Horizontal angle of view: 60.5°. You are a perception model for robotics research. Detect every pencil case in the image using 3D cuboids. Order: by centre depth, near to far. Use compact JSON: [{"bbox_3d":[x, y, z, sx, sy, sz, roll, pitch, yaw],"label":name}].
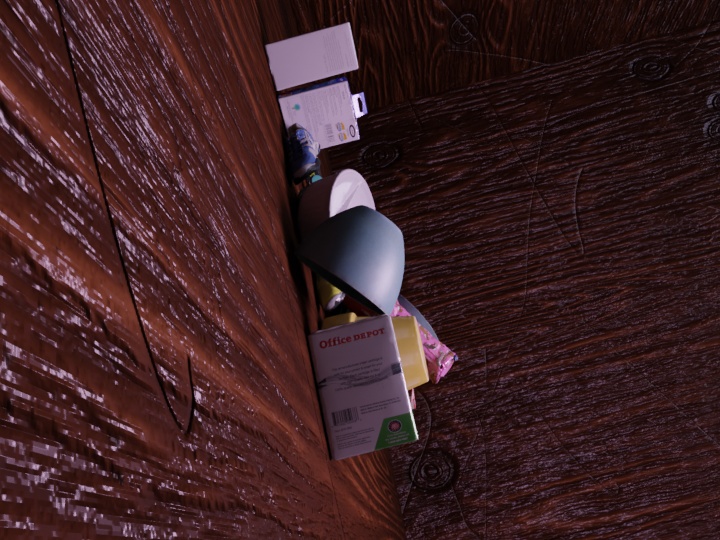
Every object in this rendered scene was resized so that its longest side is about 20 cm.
[{"bbox_3d":[0.116,0.149,1.338,0.200,0.082,0.087,43,-42,10],"label":"pencil case"}]

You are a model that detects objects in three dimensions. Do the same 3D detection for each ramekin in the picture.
[{"bbox_3d":[-0.049,-0.098,1.257,0.201,0.092,0.209,8,81,-62],"label":"ramekin"}]

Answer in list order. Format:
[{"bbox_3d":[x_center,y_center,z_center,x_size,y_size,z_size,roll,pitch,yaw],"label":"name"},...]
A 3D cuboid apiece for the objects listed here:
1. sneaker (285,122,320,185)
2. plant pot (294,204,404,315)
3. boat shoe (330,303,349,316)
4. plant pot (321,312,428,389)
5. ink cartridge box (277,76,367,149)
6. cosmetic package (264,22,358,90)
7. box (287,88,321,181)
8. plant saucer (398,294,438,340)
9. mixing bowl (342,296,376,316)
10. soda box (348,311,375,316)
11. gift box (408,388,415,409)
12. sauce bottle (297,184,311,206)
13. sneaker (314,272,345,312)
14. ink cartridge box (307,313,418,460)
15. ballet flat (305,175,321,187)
[{"bbox_3d":[-0.132,-0.249,1.318,0.077,0.075,0.202,51,14,-28],"label":"sneaker"},{"bbox_3d":[0.000,-0.031,1.074,0.197,0.137,0.200,32,-7,5],"label":"plant pot"},{"bbox_3d":[-0.064,0.025,1.530,0.060,0.075,0.206,18,61,-43],"label":"boat shoe"},{"bbox_3d":[0.034,0.174,1.233,0.201,0.184,0.207,-14,90,-83],"label":"plant pot"},{"bbox_3d":[-0.081,-0.361,1.433,0.077,0.194,0.140,-101,177,-64],"label":"ink cartridge box"},{"bbox_3d":[-0.108,-0.482,1.390,0.074,0.194,0.104,-99,176,-71],"label":"cosmetic package"},{"bbox_3d":[-0.151,-0.358,1.695,0.195,0.046,0.204,72,6,-53],"label":"box"},{"bbox_3d":[0.105,0.126,1.462,0.200,0.036,0.201,45,-16,16],"label":"plant saucer"},{"bbox_3d":[0.000,0.000,1.424,0.107,0.201,0.202,29,23,-21],"label":"mixing bowl"},{"bbox_3d":[0.013,0.068,1.546,0.204,0.067,0.063,-63,-156,-6],"label":"soda box"},{"bbox_3d":[0.048,0.253,1.452,0.185,0.182,0.205,73,3,-65],"label":"gift box"},{"bbox_3d":[-0.093,-0.106,1.393,0.202,0.063,0.066,73,4,-56],"label":"sauce bottle"},{"bbox_3d":[-0.076,0.010,1.325,0.076,0.075,0.202,39,25,-29],"label":"sneaker"},{"bbox_3d":[0.004,0.189,1.015,0.083,0.142,0.206,77,1,-81],"label":"ink cartridge box"},{"bbox_3d":[-0.076,-0.146,1.565,0.203,0.071,0.072,55,0,4],"label":"ballet flat"}]
